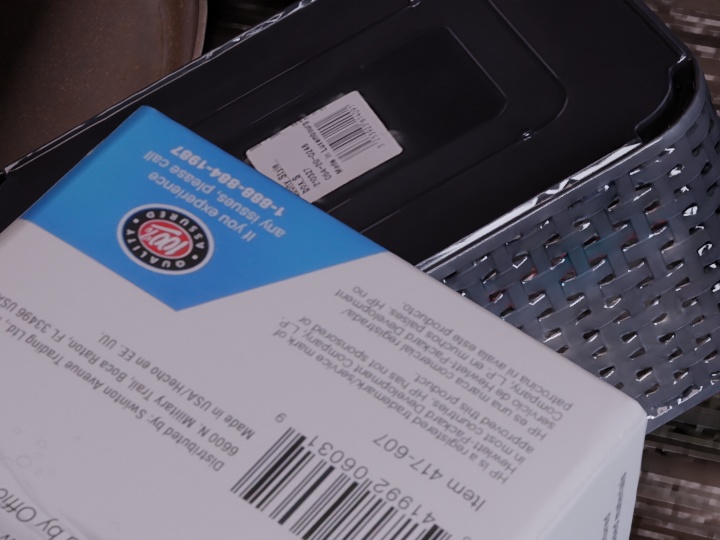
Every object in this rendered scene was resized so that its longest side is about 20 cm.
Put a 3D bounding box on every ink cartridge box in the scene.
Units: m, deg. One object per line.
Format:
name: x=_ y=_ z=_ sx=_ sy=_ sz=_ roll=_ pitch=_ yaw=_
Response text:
ink cartridge box: x=-0.055 y=0.080 z=0.619 sx=0.146 sy=0.084 sz=0.200 roll=32 pitch=60 yaw=22

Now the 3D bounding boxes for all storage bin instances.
storage bin: x=0.000 y=0.000 z=0.797 sx=0.200 sy=0.094 sz=0.135 roll=-30 pitch=39 yaw=-4

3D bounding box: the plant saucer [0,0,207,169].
plant saucer: x=-0.143 y=-0.068 z=0.923 sx=0.200 sy=0.032 sz=0.200 roll=-5 pitch=63 yaw=10
